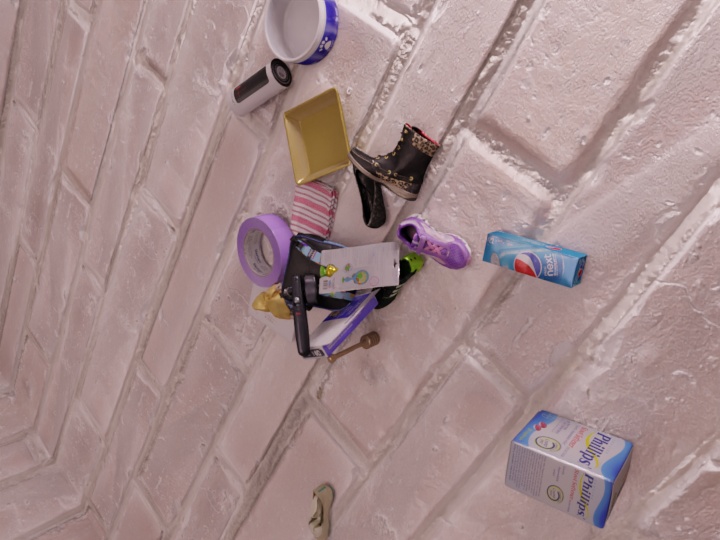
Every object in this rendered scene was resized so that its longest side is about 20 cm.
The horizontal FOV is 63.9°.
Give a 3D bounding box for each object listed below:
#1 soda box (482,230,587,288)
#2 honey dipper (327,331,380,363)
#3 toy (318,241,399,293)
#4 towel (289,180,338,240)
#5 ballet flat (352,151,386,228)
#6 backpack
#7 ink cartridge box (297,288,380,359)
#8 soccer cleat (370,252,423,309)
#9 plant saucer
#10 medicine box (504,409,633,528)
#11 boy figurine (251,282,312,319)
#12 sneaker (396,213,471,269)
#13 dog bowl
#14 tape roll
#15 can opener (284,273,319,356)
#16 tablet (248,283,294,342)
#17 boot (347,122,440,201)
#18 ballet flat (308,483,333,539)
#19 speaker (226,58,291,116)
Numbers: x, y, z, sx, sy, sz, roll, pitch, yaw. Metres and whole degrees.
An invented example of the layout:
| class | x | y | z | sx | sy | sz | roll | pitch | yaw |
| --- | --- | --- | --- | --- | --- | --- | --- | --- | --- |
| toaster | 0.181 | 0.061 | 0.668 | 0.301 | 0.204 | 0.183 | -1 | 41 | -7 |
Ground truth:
| class | x | y | z | sx | sy | sz | roll | pitch | yaw |
| --- | --- | --- | --- | --- | --- | --- | --- | --- | --- |
| soda box | 0.360 | -0.027 | 1.204 | 0.197 | 0.067 | 0.065 | 19 | 109 | 33 |
| honey dipper | -0.018 | 0.192 | 1.445 | 0.037 | 0.199 | 0.039 | 6 | 102 | 34 |
| toy | 0.000 | 0.000 | 1.388 | 0.196 | 0.047 | 0.117 | -5 | 63 | 13 |
| towel | -0.137 | -0.144 | 1.584 | 0.145 | 0.030 | 0.204 | 24 | 112 | 33 |
| ballet flat | 0.018 | -0.204 | 1.437 | 0.066 | 0.056 | 0.204 | -22 | 80 | 38 |
| backpack | -0.090 | 0.008 | 1.493 | 0.196 | 0.134 | 0.186 | 12 | 94 | 12 |
| ink cartridge box | -0.047 | 0.135 | 1.429 | 0.044 | 0.198 | 0.199 | 50 | 152 | -10 |
| soccer cleat | 0.074 | 0.027 | 1.421 | 0.068 | 0.080 | 0.200 | 53 | 124 | 17 |
| plant saucer | -0.103 | -0.344 | 1.507 | 0.197 | 0.048 | 0.204 | -13 | 87 | 39 |
| medicine box | 0.419 | 0.388 | 1.159 | 0.197 | 0.181 | 0.105 | 14 | 107 | 34 |
| boy figurine | -0.223 | 0.091 | 1.649 | 0.197 | 0.065 | 0.126 | -10 | 121 | 34 |
| sneaker | 0.161 | -0.061 | 1.337 | 0.199 | 0.088 | 0.082 | 33 | 115 | 27 |
| dog bowl | -0.153 | -0.636 | 1.480 | 0.197 | 0.078 | 0.205 | 8 | 103 | 36 |
| tape roll | -0.271 | -0.057 | 1.663 | 0.198 | 0.065 | 0.204 | 14 | 112 | 38 |
| can opener | -0.142 | 0.105 | 1.388 | 0.077 | 0.063 | 0.204 | -7 | 71 | 15 |
| tablet | -0.261 | 0.114 | 1.733 | 0.198 | 0.014 | 0.132 | 28 | 113 | 30 |
| boot | 0.079 | -0.275 | 1.358 | 0.199 | 0.073 | 0.152 | 35 | 116 | 11 |
| ballet flat | -0.126 | 0.725 | 1.703 | 0.069 | 0.069 | 0.204 | 17 | 108 | 33 |
| speaker | -0.283 | -0.504 | 1.602 | 0.198 | 0.081 | 0.083 | -17 | 88 | 38 |
